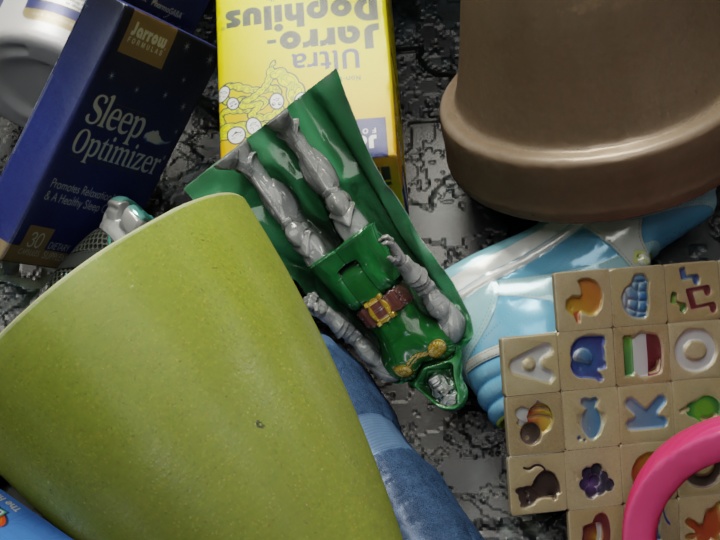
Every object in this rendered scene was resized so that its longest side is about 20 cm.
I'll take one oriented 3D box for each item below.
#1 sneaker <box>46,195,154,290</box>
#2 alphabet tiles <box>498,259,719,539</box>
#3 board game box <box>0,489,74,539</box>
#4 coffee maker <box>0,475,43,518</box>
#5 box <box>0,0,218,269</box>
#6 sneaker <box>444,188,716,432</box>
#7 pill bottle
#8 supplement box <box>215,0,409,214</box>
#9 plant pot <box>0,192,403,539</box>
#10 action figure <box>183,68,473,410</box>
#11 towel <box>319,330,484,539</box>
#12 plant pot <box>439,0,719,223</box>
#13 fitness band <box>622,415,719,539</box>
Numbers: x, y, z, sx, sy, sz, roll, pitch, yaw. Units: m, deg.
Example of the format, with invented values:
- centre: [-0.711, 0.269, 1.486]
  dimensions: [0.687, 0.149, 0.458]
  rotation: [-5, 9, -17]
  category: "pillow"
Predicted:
- centre: [-0.114, 0.055, 0.893]
  dimensions: [0.091, 0.078, 0.200]
  rotation: [-39, 79, 0]
  category: "sneaker"
- centre: [0.177, 0.080, 0.837]
  dimensions: [0.199, 0.006, 0.167]
  rotation: [-4, 91, -12]
  category: "alphabet tiles"
- centre: [-0.226, 0.190, 0.738]
  dimensions: [0.152, 0.045, 0.201]
  rotation: [27, 114, 24]
  category: "board game box"
- centre: [-0.155, 0.231, 0.809]
  dimensions: [0.200, 0.135, 0.193]
  rotation: [39, 117, 20]
  category: "coffee maker"
- centre: [-0.151, -0.094, 0.898]
  dimensions: [0.032, 0.121, 0.201]
  rotation: [29, 97, 22]
  category: "box"
- centre: [0.146, 0.027, 0.879]
  dimensions: [0.199, 0.080, 0.131]
  rotation: [-29, 65, 4]
  category: "sneaker"
- centre: [-0.179, -0.196, 0.984]
  dimensions: [0.110, 0.111, 0.201]
  rotation: [10, 60, 10]
  category: "pill bottle"
- centre: [-0.031, -0.131, 0.946]
  dimensions: [0.108, 0.110, 0.201]
  rotation: [-6, 67, 4]
  category: "supplement box"
- centre: [-0.071, 0.097, 0.738]
  dimensions: [0.187, 0.187, 0.200]
  rotation: [-38, 80, -10]
  category: "plant pot"
- centre: [0.000, 0.000, 0.845]
  dimensions: [0.118, 0.055, 0.200]
  rotation: [-36, 98, 23]
  category: "action figure"
- centre: [0.016, 0.117, 0.832]
  dimensions: [0.048, 0.112, 0.200]
  rotation: [-36, 66, 3]
  category: "towel"
- centre: [0.133, -0.153, 0.862]
  dimensions: [0.199, 0.175, 0.201]
  rotation: [-11, 31, 7]
  category: "plant pot"
- centre: [0.241, 0.141, 0.788]
  dimensions: [0.199, 0.037, 0.144]
  rotation: [-15, 100, 18]
  category: "fitness band"
